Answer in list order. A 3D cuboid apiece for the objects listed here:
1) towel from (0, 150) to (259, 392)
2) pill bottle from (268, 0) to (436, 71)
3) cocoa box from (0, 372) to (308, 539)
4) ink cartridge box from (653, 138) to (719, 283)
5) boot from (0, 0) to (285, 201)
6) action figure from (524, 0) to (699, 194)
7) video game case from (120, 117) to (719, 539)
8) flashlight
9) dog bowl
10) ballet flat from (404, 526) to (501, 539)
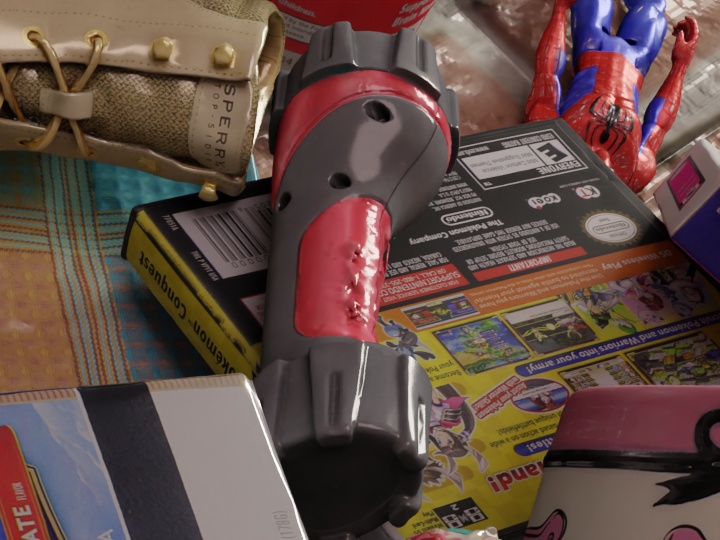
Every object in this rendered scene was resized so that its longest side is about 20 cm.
[{"bbox_3d":[-0.112,0.004,0.856,0.199,0.022,0.147,2,52,-27],"label":"towel"},{"bbox_3d":[0.004,-0.169,0.935,0.112,0.200,0.113,14,49,-17],"label":"pill bottle"},{"bbox_3d":[-0.079,0.147,0.676,0.131,0.134,0.201,-3,55,-30],"label":"cocoa box"},{"bbox_3d":[0.155,0.000,0.908,0.095,0.037,0.200,41,6,-2],"label":"ink cartridge box"},{"bbox_3d":[-0.112,-0.059,0.827,0.154,0.073,0.200,16,24,5],"label":"boot"},{"bbox_3d":[0.104,-0.094,1.036,0.065,0.052,0.201,24,48,-13],"label":"action figure"},{"bbox_3d":[0.045,0.024,0.864,0.199,0.026,0.181,-13,48,-35],"label":"video game case"},{"bbox_3d":[0.000,0.000,0.798,0.067,0.068,0.201,8,37,-6],"label":"flashlight"},{"bbox_3d":[0.141,0.075,0.726,0.199,0.200,0.074,5,84,-24],"label":"dog bowl"},{"bbox_3d":[0.058,0.155,0.660,0.200,0.075,0.064,51,21,-19],"label":"ballet flat"}]
